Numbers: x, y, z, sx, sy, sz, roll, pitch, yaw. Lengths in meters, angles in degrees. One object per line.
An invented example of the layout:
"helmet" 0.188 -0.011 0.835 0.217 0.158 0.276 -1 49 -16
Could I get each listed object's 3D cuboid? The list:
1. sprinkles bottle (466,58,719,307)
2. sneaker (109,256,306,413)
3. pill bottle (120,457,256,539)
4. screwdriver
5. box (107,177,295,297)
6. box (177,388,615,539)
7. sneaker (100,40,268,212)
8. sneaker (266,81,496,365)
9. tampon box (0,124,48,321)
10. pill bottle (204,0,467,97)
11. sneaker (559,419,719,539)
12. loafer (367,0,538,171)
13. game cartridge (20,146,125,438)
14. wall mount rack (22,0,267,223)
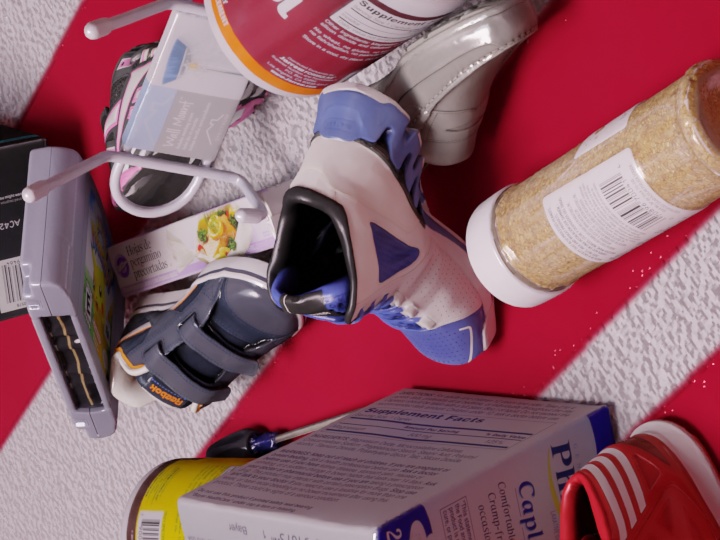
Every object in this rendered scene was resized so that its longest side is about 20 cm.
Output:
"sprinkles bottle" 0.139 -0.044 1.186 0.200 0.068 0.069 -33 81 50
"sneaker" -0.105 0.051 1.491 0.078 0.080 0.200 35 152 -19
"pill bottle" -0.063 0.182 1.483 0.199 0.109 0.110 -4 104 44
"screwdriver" -0.047 0.116 1.509 0.029 0.028 0.199 46 146 -21
"box" -0.103 -0.021 1.501 0.199 0.041 0.039 -17 93 52
"box" 0.028 0.154 1.298 0.183 0.199 0.106 2 109 49
"sneaker" -0.129 -0.124 1.461 0.200 0.080 0.087 -46 60 42
"sneaker" 0.000 -0.001 1.274 0.080 0.116 0.200 11 144 36
"tampon box" -0.326 -0.036 1.639 0.200 0.149 0.128 18 119 59
"pill bottle" 0.004 -0.183 1.245 0.200 0.112 0.114 -28 85 51
"sneaker" 0.176 0.189 1.208 0.201 0.115 0.078 56 139 16
"loafer" 0.048 -0.098 1.273 0.070 0.070 0.200 59 148 4
"game cartridge" -0.198 0.011 1.537 0.201 0.040 0.134 81 -176 -56
"wall mount rack" -0.117 -0.101 1.341 0.201 0.172 0.075 -65 36 27
